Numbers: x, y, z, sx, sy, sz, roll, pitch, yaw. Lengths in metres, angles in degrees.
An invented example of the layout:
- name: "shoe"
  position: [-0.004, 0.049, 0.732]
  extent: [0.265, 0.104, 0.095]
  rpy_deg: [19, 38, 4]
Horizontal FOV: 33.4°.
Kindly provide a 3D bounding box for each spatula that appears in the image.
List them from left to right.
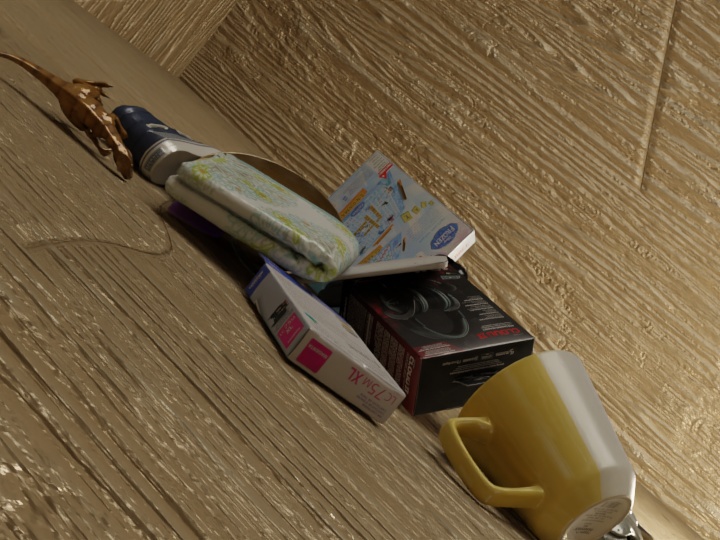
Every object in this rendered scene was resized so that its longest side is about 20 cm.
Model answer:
- name: "spatula"
  position: [-0.118, -0.011, 1.273]
  extent: [0.200, 0.021, 0.057]
  rpy_deg: [44, 31, -6]

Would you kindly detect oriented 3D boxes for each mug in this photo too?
- name: "mug"
  position: [0.176, 0.192, 1.176]
  extent: [0.150, 0.185, 0.154]
  rpy_deg: [86, -22, -51]

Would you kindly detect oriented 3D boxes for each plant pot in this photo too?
- name: "plant pot"
  position: [-0.111, -0.064, 1.380]
  extent: [0.198, 0.028, 0.201]
  rpy_deg: [21, 34, -15]

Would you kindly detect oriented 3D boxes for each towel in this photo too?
- name: "towel"
  position: [-0.098, -0.055, 1.262]
  extent: [0.199, 0.048, 0.171]
  rpy_deg: [31, 13, 3]

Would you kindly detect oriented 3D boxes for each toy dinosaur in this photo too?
- name: "toy dinosaur"
  position: [-0.296, -0.178, 1.237]
  extent: [0.200, 0.061, 0.106]
  rpy_deg: [40, 5, 0]

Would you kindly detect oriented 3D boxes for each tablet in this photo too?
- name: "tablet"
  position: [0.000, 0.000, 1.361]
  extent: [0.130, 0.198, 0.014]
  rpy_deg: [-34, 117, -86]

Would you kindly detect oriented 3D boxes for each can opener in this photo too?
- name: "can opener"
  position: [0.041, 0.023, 1.479]
  extent: [0.198, 0.080, 0.063]
  rpy_deg: [-5, 7, 15]

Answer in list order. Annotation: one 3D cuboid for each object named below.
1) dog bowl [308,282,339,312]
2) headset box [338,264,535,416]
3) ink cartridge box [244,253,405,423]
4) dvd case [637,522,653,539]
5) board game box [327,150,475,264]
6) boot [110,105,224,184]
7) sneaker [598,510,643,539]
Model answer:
- name: "dog bowl"
  position: [-0.040, 0.009, 1.612]
  extent: [0.200, 0.050, 0.111]
  rpy_deg: [41, 4, 42]
- name: "headset box"
  position: [0.085, 0.077, 1.325]
  extent: [0.148, 0.078, 0.200]
  rpy_deg: [-7, 29, -27]
- name: "ink cartridge box"
  position: [-0.041, 0.059, 1.117]
  extent: [0.119, 0.042, 0.200]
  rpy_deg: [38, 7, -27]
- name: "dvd case"
  position: [0.266, 0.261, 1.499]
  extent: [0.199, 0.016, 0.149]
  rpy_deg: [35, 5, -32]
- name: "board game box"
  position: [0.027, -0.042, 1.719]
  extent: [0.199, 0.200, 0.041]
  rpy_deg: [42, -12, 23]
- name: "boot"
  position: [-0.223, -0.145, 1.434]
  extent: [0.090, 0.073, 0.200]
  rpy_deg: [46, 6, 15]
- name: "sneaker"
  position: [0.246, 0.266, 1.290]
  extent: [0.199, 0.076, 0.092]
  rpy_deg: [35, 12, -27]
